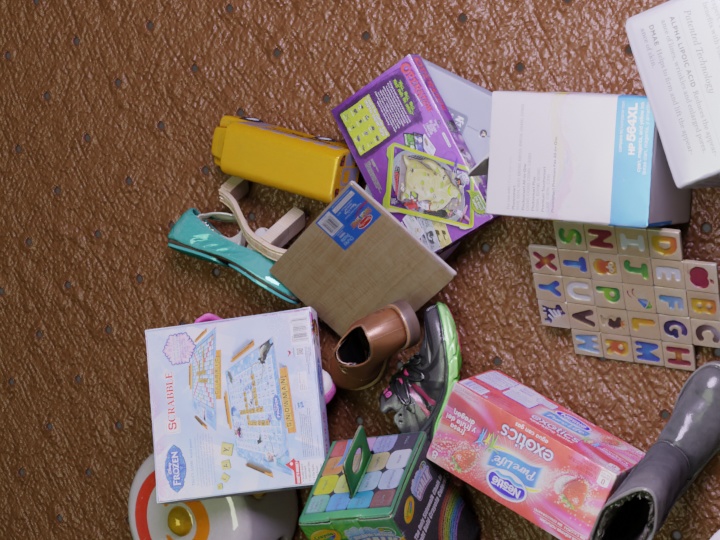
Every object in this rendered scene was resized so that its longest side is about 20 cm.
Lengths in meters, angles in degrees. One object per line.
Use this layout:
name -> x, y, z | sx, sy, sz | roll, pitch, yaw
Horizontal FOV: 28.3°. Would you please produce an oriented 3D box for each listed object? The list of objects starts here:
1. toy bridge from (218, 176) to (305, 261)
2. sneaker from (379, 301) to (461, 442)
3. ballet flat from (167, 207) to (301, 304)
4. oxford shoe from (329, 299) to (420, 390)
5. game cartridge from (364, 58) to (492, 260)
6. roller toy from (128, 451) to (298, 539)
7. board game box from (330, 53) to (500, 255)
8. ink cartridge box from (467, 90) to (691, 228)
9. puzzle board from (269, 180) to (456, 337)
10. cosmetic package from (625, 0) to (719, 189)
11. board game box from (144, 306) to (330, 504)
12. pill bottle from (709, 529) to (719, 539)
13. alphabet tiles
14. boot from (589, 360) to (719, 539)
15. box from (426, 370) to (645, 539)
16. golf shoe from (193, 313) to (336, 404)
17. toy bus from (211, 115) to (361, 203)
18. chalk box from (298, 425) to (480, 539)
toy bridge -> -0.091, -0.044, 1.665 | 0.200, 0.067, 0.027 | 33, 147, 24
sneaker -> 0.064, 0.132, 1.574 | 0.083, 0.077, 0.201 | 10, 100, 1
ballet flat -> -0.142, -0.027, 1.706 | 0.199, 0.067, 0.071 | 24, 87, 25
oxford shoe -> -0.005, 0.088, 1.575 | 0.072, 0.071, 0.200 | 63, 154, 13
game cartridge -> 0.082, -0.115, 1.573 | 0.133, 0.040, 0.201 | 32, 111, 29
roller toy -> -0.178, 0.287, 1.711 | 0.199, 0.140, 0.184 | 1, 96, 31
board game box -> 0.059, -0.118, 1.551 | 0.120, 0.032, 0.201 | -32, 79, 34
ink cartridge box -> 0.219, -0.115, 1.433 | 0.199, 0.128, 0.126 | 7, 98, 30
puzzle board -> 0.000, 0.000, 1.581 | 0.151, 0.017, 0.200 | 42, 138, -3
cosmetic package -> 0.380, -0.184, 1.306 | 0.199, 0.165, 0.166 | -20, 84, 30
board game box -> -0.139, 0.154, 1.623 | 0.198, 0.041, 0.201 | -7, 77, 9
pill bottle -> 0.395, 0.264, 1.319 | 0.114, 0.200, 0.115 | 3, 96, 31
alphabet tiles -> 0.267, 0.025, 1.444 | 0.199, 0.006, 0.167 | 7, 126, 31
boot -> 0.293, 0.185, 1.374 | 0.072, 0.200, 0.183 | 28, 109, 25
box -> 0.185, 0.195, 1.502 | 0.199, 0.102, 0.095 | 29, 109, 25
golf shoe -> -0.121, 0.109, 1.681 | 0.199, 0.075, 0.092 | 14, 140, 29
toy bus -> -0.091, -0.129, 1.652 | 0.199, 0.078, 0.065 | 17, 104, 29
chalk box -> 0.023, 0.259, 1.543 | 0.123, 0.125, 0.201 | -11, 123, 32
